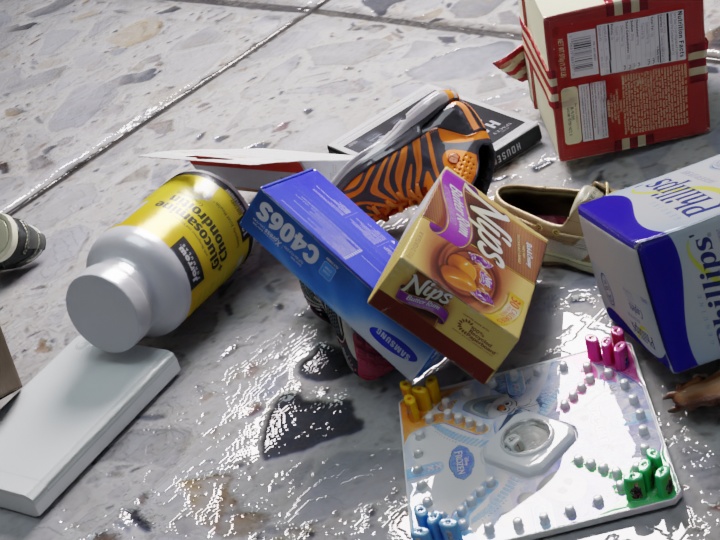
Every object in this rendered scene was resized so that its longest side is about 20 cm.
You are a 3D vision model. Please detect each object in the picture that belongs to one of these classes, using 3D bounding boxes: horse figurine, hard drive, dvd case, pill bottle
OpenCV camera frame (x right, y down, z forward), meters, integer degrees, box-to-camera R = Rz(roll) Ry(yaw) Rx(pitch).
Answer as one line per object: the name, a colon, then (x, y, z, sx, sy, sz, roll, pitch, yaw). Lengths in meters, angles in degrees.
horse figurine: (0.336, 0.072, 1.095, 0.198, 0.051, 0.132, 12, 34, 45)
hard drive: (-0.271, 0.135, 1.346, 0.130, 0.027, 0.200, 6, 39, 35)
dvd case: (0.076, -0.137, 1.598, 0.149, 0.025, 0.199, -33, 33, -21)
pill bottle: (-0.191, -0.007, 1.425, 0.111, 0.113, 0.200, 0, 28, 28)

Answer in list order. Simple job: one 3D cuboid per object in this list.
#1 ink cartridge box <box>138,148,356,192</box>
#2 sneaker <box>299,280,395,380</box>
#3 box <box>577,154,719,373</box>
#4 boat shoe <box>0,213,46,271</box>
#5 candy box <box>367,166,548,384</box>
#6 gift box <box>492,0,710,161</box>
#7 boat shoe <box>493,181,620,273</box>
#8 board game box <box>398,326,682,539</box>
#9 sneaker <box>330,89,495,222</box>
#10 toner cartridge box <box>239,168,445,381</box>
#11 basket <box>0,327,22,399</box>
ink cartridge box: (-0.102, -0.095, 1.520, 0.161, 0.051, 0.199, 7, 12, 36)
sneaker: (-0.010, 0.028, 1.341, 0.075, 0.080, 0.201, -47, 34, 23)
box: (0.293, -0.022, 1.168, 0.198, 0.106, 0.184, -20, 12, -2)
boat shoe: (-0.440, -0.021, 1.670, 0.198, 0.073, 0.067, -8, -5, 30)
candy box: (0.087, 0.000, 1.249, 0.057, 0.116, 0.200, -54, 3, 29)
gift box: (0.236, -0.239, 1.510, 0.197, 0.187, 0.188, -6, 31, 0)
boat shoe: (0.204, -0.043, 1.333, 0.198, 0.067, 0.074, 2, 36, 31)
board game box: (0.127, 0.127, 1.142, 0.197, 0.026, 0.201, -15, 30, 7)
sneaker: (0.047, -0.074, 1.457, 0.200, 0.077, 0.112, -43, 70, 14)
toner cartridge box: (0.000, 0.000, 1.260, 0.200, 0.043, 0.095, 42, 30, 13)
basket: (-0.402, 0.043, 1.365, 0.135, 0.202, 0.180, -26, 2, 34)
